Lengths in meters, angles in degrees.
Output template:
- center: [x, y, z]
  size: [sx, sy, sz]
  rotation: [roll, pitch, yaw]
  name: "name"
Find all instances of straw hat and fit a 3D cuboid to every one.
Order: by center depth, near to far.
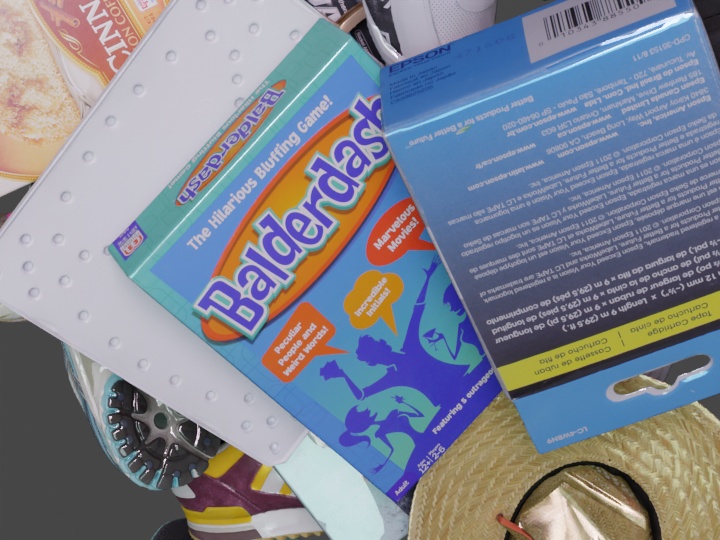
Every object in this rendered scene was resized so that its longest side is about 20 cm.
- center: [0.118, 0.150, 0.890]
  size: [0.200, 0.085, 0.202]
  rotation: [0, 88, 5]
  name: "straw hat"

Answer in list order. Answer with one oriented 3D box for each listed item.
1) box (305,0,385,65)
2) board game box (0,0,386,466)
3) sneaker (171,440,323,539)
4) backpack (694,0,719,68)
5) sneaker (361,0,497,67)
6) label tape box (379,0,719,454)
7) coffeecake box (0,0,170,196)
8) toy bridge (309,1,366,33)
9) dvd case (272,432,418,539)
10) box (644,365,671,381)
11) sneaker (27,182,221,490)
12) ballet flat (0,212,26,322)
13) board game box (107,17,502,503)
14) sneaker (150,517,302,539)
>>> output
- center: [-0.062, -0.110, 0.902]
  size: [0.159, 0.046, 0.200]
  rotation: [-25, 102, 14]
  name: "box"
- center: [-0.057, -0.028, 0.818]
  size: [0.200, 0.026, 0.200]
  rotation: [36, 94, -30]
  name: "board game box"
- center: [-0.020, 0.098, 0.948]
  size: [0.199, 0.075, 0.090]
  rotation: [-14, 110, 11]
  name: "sneaker"
- center: [0.200, -0.160, 0.786]
  size: [0.200, 0.153, 0.176]
  rotation: [-15, 104, 39]
  name: "backpack"
- center: [0.063, -0.165, 0.733]
  size: [0.115, 0.075, 0.201]
  rotation: [15, 113, 41]
  name: "sneaker"
- center: [0.111, -0.024, 0.761]
  size: [0.143, 0.066, 0.200]
  rotation: [-20, 124, 12]
  name: "label tape box"
- center: [-0.173, -0.132, 0.833]
  size: [0.199, 0.073, 0.154]
  rotation: [-22, 116, 16]
  name: "coffeecake box"
- center: [0.035, -0.196, 0.845]
  size: [0.067, 0.027, 0.200]
  rotation: [33, 92, -15]
  name: "toy bridge"
- center: [-0.006, 0.043, 0.889]
  size: [0.146, 0.022, 0.200]
  rotation: [-36, 98, 1]
  name: "dvd case"
- center: [0.149, 0.059, 0.931]
  size: [0.041, 0.039, 0.201]
  rotation: [21, 109, 1]
  name: "box"
- center: [-0.147, 0.026, 0.917]
  size: [0.077, 0.086, 0.201]
  rotation: [-16, 92, -28]
  name: "sneaker"
- center: [-0.236, 0.004, 0.952]
  size: [0.199, 0.067, 0.068]
  rotation: [-1, 108, 8]
  name: "ballet flat"
- center: [0.000, 0.000, 0.812]
  size: [0.152, 0.045, 0.200]
  rotation: [-47, 120, 0]
  name: "board game box"
- center: [-0.038, 0.232, 1.000]
  size: [0.199, 0.078, 0.140]
  rotation: [11, 114, 9]
  name: "sneaker"
